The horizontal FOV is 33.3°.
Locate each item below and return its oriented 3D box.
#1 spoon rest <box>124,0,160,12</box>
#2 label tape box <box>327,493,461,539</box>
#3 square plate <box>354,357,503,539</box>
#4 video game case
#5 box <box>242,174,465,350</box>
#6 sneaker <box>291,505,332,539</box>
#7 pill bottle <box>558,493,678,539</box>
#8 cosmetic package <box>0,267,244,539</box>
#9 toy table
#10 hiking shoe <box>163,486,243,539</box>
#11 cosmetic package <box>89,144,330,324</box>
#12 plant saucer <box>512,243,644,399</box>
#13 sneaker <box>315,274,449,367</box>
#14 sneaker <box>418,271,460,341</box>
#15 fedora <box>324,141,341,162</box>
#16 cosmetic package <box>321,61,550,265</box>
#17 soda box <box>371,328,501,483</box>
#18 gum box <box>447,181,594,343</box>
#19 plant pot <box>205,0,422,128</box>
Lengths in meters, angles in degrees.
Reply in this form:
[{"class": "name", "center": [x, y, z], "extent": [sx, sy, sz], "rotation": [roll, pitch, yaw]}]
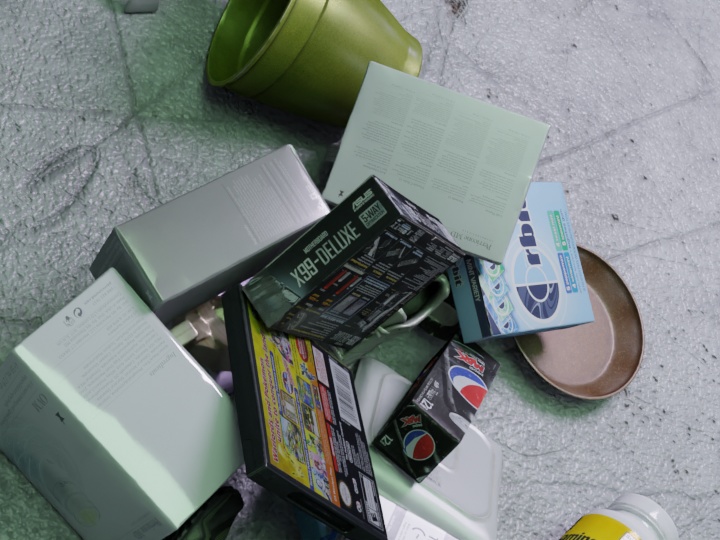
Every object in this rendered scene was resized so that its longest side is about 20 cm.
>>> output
[{"class": "spoon rest", "center": [-0.265, -0.395, 1.367], "extent": [0.099, 0.061, 0.201], "rotation": [-10, 74, -31]}, {"class": "label tape box", "center": [0.051, 0.310, 1.103], "extent": [0.199, 0.063, 0.145], "rotation": [29, 54, -1]}, {"class": "square plate", "center": [0.072, 0.188, 1.246], "extent": [0.200, 0.028, 0.198], "rotation": [35, 26, -9]}, {"class": "video game case", "center": [-0.050, 0.131, 1.073], "extent": [0.181, 0.025, 0.201], "rotation": [42, 25, -42]}, {"class": "box", "center": [0.000, 0.000, 1.131], "extent": [0.050, 0.158, 0.200], "rotation": [54, 12, 20]}, {"class": "sneaker", "center": [0.012, 0.270, 1.202], "extent": [0.130, 0.080, 0.201], "rotation": [-5, 72, -28]}, {"class": "pill bottle", "center": [0.251, 0.329, 1.282], "extent": [0.200, 0.112, 0.113], "rotation": [-34, 86, -35]}, {"class": "cosmetic package", "center": [-0.220, 0.139, 1.064], "extent": [0.200, 0.199, 0.123], "rotation": [46, 55, -2]}, {"class": "toy table", "center": [-0.148, 0.052, 1.194], "extent": [0.184, 0.117, 0.200], "rotation": [45, 56, -3]}, {"class": "hiking shoe", "center": [-0.157, 0.298, 1.113], "extent": [0.101, 0.076, 0.200], "rotation": [41, 64, -16]}, {"class": "cosmetic package", "center": [-0.137, -0.026, 1.102], "extent": [0.199, 0.107, 0.090], "rotation": [-26, 82, -34]}, {"class": "plant saucer", "center": [0.252, 0.063, 1.449], "extent": [0.199, 0.037, 0.201], "rotation": [12, 62, -24]}, {"class": "sneaker", "center": [0.006, 0.051, 1.259], "extent": [0.200, 0.092, 0.076], "rotation": [-35, 96, -9]}, {"class": "sneaker", "center": [0.050, -0.001, 1.367], "extent": [0.200, 0.077, 0.089], "rotation": [39, 25, -5]}, {"class": "fedora", "center": [0.055, -0.107, 1.368], "extent": [0.199, 0.176, 0.091], "rotation": [-15, 106, -46]}, {"class": "cosmetic package", "center": [0.077, -0.109, 1.244], "extent": [0.199, 0.052, 0.152], "rotation": [20, 87, 3]}, {"class": "soda box", "center": [0.082, 0.134, 1.231], "extent": [0.063, 0.071, 0.200], "rotation": [41, 26, 1]}, {"class": "gum box", "center": [0.173, -0.013, 1.348], "extent": [0.199, 0.044, 0.171], "rotation": [-4, 79, -47]}, {"class": "plant pot", "center": [-0.039, -0.251, 1.357], "extent": [0.192, 0.200, 0.201], "rotation": [28, 57, -27]}]
